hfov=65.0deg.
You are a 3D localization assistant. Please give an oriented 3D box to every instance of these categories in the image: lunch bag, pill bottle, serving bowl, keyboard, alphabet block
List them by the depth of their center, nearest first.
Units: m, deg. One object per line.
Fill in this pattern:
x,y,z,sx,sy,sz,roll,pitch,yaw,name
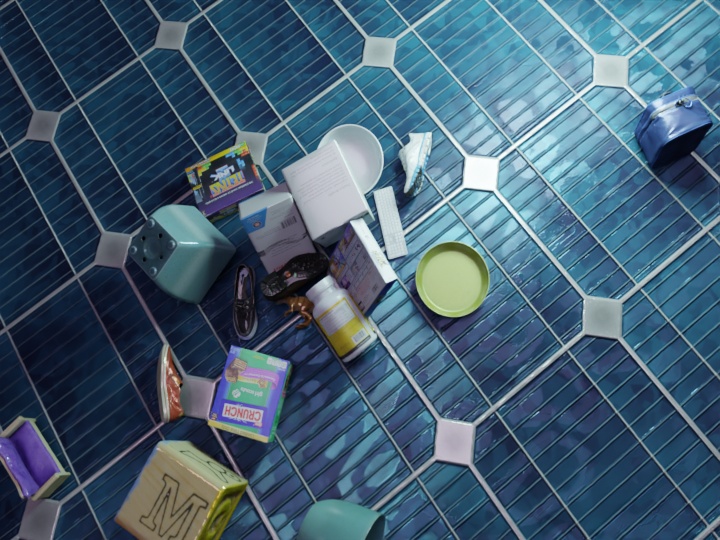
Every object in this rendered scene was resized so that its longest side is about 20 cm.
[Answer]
-0.413,0.542,1.336,0.196,0.196,0.200,27,80,14,alphabet block
-0.053,0.120,1.439,0.111,0.112,0.203,-34,87,-5,pill bottle
0.803,-0.379,1.470,0.132,0.200,0.136,-21,70,4,lunch bag
0.083,-0.134,1.571,0.054,0.011,0.207,-13,73,2,keyboard
-0.029,-0.300,1.592,0.192,0.066,0.208,0,87,7,serving bowl

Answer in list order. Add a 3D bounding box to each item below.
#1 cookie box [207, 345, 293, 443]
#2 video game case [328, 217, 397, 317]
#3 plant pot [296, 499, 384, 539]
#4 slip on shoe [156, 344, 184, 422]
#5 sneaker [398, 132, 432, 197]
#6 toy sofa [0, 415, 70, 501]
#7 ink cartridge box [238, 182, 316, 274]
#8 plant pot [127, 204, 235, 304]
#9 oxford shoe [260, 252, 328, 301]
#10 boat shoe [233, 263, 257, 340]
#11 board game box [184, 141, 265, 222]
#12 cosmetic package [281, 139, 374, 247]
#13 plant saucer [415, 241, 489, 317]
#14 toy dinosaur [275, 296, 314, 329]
-0.277,0.316,1.446,0.165,0.075,0.207,13,76,8,cookie box
0.000,0.000,1.448,0.045,0.201,0.184,-21,70,-32,video game case
-0.053,0.620,1.282,0.157,0.201,0.206,16,75,23,plant pot
-0.500,0.294,1.487,0.059,0.074,0.206,0,63,-30,slip on shoe
0.142,-0.299,1.588,0.084,0.075,0.206,11,68,16,sneaker
-0.845,0.478,1.446,0.083,0.098,0.200,-41,73,-7,toy sofa
-0.216,-0.104,1.491,0.141,0.203,0.085,-24,39,-2,ink cartridge box
-0.488,-0.049,1.483,0.195,0.199,0.198,40,98,15,plant pot
-0.173,0.017,1.504,0.195,0.085,0.074,-27,68,-13,oxford shoe
-0.313,0.080,1.521,0.067,0.066,0.207,0,74,6,boat shoe
-0.387,-0.253,1.630,0.195,0.057,0.169,-25,72,-2,board game box
-0.079,-0.194,1.477,0.161,0.165,0.205,-26,84,6,cosmetic package
0.243,0.025,1.500,0.192,0.031,0.207,-2,73,6,plant saucer
-0.140,0.098,1.503,0.192,0.061,0.110,4,73,7,toy dinosaur
